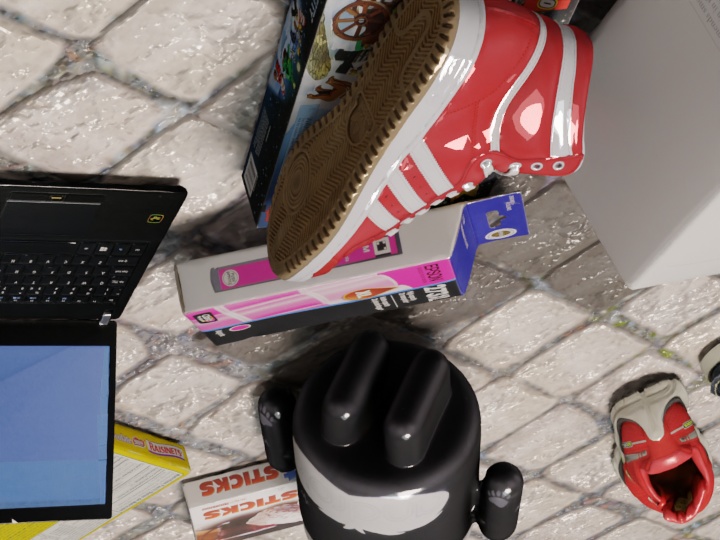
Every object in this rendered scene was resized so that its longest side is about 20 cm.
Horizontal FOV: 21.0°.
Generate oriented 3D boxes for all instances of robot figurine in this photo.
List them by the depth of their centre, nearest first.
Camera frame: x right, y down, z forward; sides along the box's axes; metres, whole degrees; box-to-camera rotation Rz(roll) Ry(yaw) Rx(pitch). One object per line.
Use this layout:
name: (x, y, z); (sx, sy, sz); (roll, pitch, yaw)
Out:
robot figurine: (0.018, 0.124, 1.274); (0.125, 0.150, 0.200); (-24, 145, -16)

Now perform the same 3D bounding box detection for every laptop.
laptop: (-0.198, 0.048, 1.064); (0.177, 0.103, 0.200); (1, 145, -29)

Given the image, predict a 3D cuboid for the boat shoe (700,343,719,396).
boat shoe: (0.342, 0.084, 1.438); (0.200, 0.062, 0.075); (6, 141, -34)

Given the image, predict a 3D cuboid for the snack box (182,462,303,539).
snack box: (-0.026, 0.153, 1.399); (0.199, 0.024, 0.072); (-14, 147, -7)

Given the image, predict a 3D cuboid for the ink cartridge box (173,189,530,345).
ink cartridge box: (0.000, 0.000, 1.114); (0.199, 0.037, 0.095); (-14, 165, 4)

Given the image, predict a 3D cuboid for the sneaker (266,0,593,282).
sneaker: (0.038, -0.057, 0.971); (0.112, 0.071, 0.200); (9, 139, -31)

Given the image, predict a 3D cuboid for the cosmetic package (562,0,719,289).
cosmetic package: (0.230, -0.103, 0.989); (0.199, 0.123, 0.200); (-10, 152, -35)

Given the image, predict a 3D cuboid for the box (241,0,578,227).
box: (0.024, -0.100, 1.002); (0.136, 0.038, 0.200); (-6, 148, -19)

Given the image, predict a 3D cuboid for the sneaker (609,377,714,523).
sneaker: (0.233, 0.158, 1.479); (0.077, 0.085, 0.200); (-22, 149, 8)

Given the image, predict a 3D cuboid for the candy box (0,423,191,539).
candy box: (-0.221, 0.161, 1.311); (0.200, 0.026, 0.102); (-32, 149, 24)
